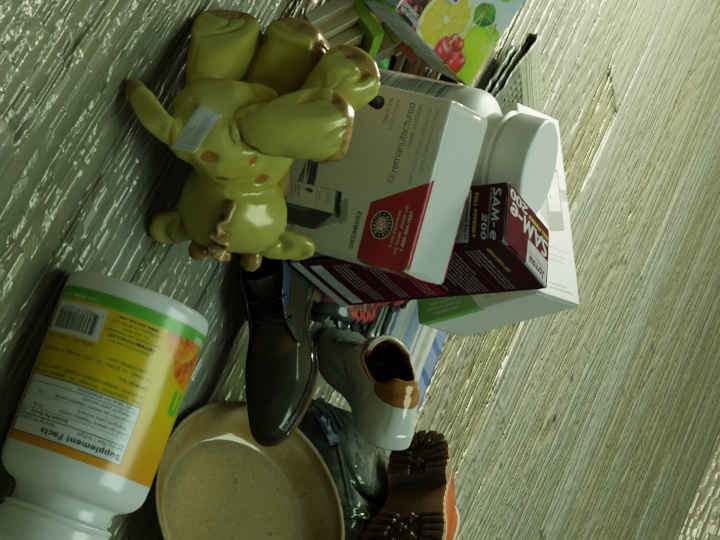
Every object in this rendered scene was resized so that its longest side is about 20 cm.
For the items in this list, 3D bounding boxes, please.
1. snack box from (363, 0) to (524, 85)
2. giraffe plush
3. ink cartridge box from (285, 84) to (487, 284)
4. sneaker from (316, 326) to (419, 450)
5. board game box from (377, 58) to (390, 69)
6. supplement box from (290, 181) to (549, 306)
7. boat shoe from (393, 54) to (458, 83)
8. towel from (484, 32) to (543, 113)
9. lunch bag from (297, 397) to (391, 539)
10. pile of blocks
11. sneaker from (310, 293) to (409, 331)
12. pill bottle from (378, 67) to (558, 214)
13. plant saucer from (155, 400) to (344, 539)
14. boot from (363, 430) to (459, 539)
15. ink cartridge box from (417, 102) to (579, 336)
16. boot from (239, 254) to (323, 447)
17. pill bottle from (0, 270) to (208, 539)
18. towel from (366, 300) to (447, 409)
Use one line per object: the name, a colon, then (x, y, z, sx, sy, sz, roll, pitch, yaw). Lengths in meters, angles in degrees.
snack box: (0.100, -0.278, 1.586, 0.200, 0.053, 0.142, -56, 144, -4)
giraffe plush: (-0.087, -0.084, 1.441, 0.200, 0.172, 0.162, -42, 149, -39)
ink cartridge box: (-0.015, -0.084, 1.533, 0.083, 0.200, 0.147, 16, 89, -64)
sneaker: (0.015, 0.087, 1.747, 0.073, 0.200, 0.085, 6, 112, -23)
board game box: (-0.012, -0.152, 1.726, 0.105, 0.023, 0.200, -7, 111, -68)
supplement box: (0.052, -0.021, 1.604, 0.109, 0.200, 0.061, 43, 48, -57)
boat shoe: (0.065, -0.172, 1.828, 0.072, 0.068, 0.200, -28, 131, -62)
towel: (0.158, -0.149, 2.118, 0.193, 0.035, 0.200, -55, 152, -34)
lunch bag: (-0.033, 0.212, 1.774, 0.200, 0.139, 0.168, 27, 63, -68)
pile of blocks: (0.032, -0.216, 1.635, 0.200, 0.062, 0.082, -24, 165, -42)
sneaker: (0.000, 0.000, 1.784, 0.200, 0.071, 0.098, -24, 126, -64)
pill bottle: (0.068, -0.111, 1.646, 0.114, 0.200, 0.114, -46, 143, -50)
plant saucer: (-0.103, 0.213, 1.612, 0.200, 0.035, 0.200, 20, 57, -34)
boot: (0.054, 0.253, 1.706, 0.200, 0.075, 0.107, -69, 153, -50)
ink cartridge box: (0.130, -0.049, 1.857, 0.084, 0.145, 0.200, 17, 63, -50)
boot: (-0.084, 0.048, 1.616, 0.097, 0.075, 0.200, 48, 42, -52)
pill bottle: (-0.195, 0.111, 1.352, 0.200, 0.111, 0.111, -70, 157, -10)
towel: (0.057, 0.058, 2.014, 0.200, 0.024, 0.147, 66, 42, -59)
